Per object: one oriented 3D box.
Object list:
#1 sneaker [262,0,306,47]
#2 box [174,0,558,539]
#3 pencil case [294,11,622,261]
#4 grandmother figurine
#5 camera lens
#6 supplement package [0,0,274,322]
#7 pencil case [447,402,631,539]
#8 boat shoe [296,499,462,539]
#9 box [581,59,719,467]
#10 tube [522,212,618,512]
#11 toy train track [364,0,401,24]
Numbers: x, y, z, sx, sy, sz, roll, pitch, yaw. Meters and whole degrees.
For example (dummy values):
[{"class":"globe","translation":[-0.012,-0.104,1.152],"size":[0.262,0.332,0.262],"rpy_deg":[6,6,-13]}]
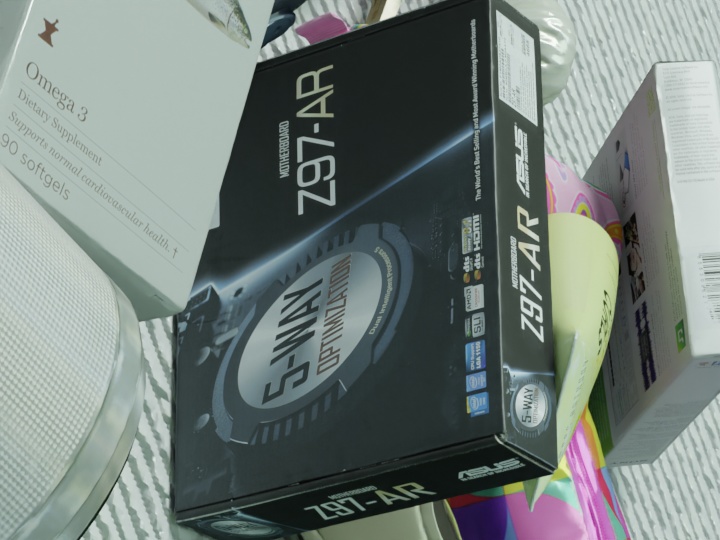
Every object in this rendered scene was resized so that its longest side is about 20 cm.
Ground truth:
[{"class":"sneaker","translation":[-0.069,-0.104,1.225],"size":[0.075,0.084,0.200],"rpy_deg":[55,36,-26]},{"class":"box","translation":[0.000,0.000,1.212],"size":[0.043,0.159,0.201],"rpy_deg":[31,52,-50]},{"class":"pencil case","translation":[0.040,-0.043,1.367],"size":[0.200,0.087,0.088],"rpy_deg":[34,49,-44]},{"class":"grandmother figurine","translation":[0.074,-0.128,1.403],"size":[0.200,0.060,0.122],"rpy_deg":[-92,174,-68]},{"class":"camera lens","translation":[-0.177,0.015,0.930],"size":[0.200,0.159,0.161],"rpy_deg":[49,39,-34]},{"class":"supplement package","translation":[-0.116,-0.090,1.090],"size":[0.117,0.117,0.201],"rpy_deg":[40,54,-40]},{"class":"pencil case","translation":[0.088,0.138,1.359],"size":[0.088,0.088,0.201],"rpy_deg":[-13,87,-58]},{"class":"boat shoe","translation":[0.008,0.112,1.266],"size":[0.060,0.071,0.201],"rpy_deg":[106,-40,-76]},{"class":"box","translation":[0.142,0.002,1.432],"size":[0.200,0.036,0.145],"rpy_deg":[119,-32,-70]},{"class":"tube","translation":[0.085,0.030,1.259],"size":[0.058,0.052,0.200],"rpy_deg":[61,14,-13]},{"class":"toy train track","translation":[0.045,-0.184,1.431],"size":[0.032,0.115,0.201],"rpy_deg":[27,69,-16]}]
